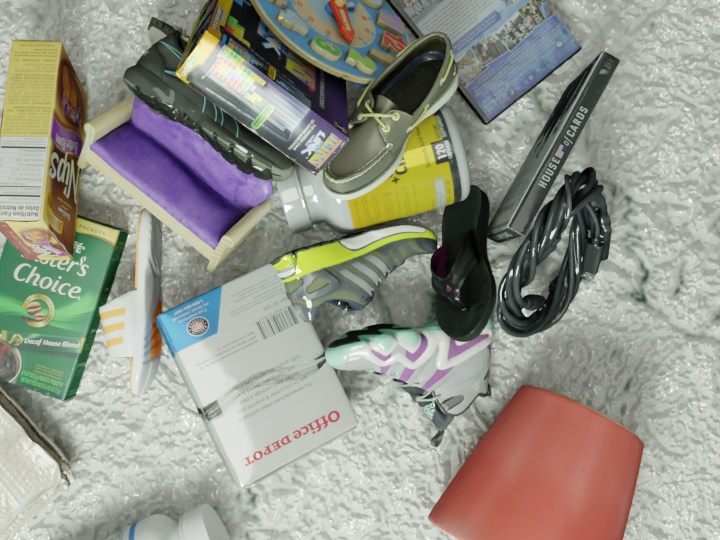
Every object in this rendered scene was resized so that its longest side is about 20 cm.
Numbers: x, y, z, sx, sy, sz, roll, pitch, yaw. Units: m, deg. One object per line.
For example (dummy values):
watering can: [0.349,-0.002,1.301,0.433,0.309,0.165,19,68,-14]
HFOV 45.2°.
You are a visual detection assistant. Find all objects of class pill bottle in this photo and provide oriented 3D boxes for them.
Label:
pill bottle: [-0.240,0.333,0.930,0.199,0.112,0.113,-26,90,-1]
pill bottle: [0.011,-0.105,0.940,0.199,0.112,0.112,-16,90,-1]

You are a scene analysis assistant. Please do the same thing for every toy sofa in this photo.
toy sofa: [-0.196,-0.103,0.928,0.200,0.098,0.083,39,44,1]

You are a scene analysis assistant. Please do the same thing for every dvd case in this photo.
dvd case: [0.199,-0.123,0.923,0.025,0.150,0.200,28,89,0]
dvd case: [0.137,-0.288,0.991,0.143,0.018,0.200,-38,91,-1]

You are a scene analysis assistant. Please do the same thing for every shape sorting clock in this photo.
shape sorting clock: [-0.030,-0.276,0.919,0.200,0.200,0.039,47,129,0]

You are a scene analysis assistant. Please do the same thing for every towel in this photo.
towel: [-0.419,0.194,0.946,0.132,0.034,0.200,-40,95,13]

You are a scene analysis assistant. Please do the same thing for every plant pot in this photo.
plant pot: [0.197,0.230,0.911,0.200,0.200,0.178,28,79,-1]

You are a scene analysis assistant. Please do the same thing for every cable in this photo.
cable: [0.199,-0.019,0.903,0.163,0.200,0.051,-38,57,-19]

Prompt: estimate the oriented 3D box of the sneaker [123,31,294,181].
sneaker: [-0.143,-0.167,0.881,0.200,0.075,0.079,35,78,0]

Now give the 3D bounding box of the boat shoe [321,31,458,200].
boat shoe: [0.027,-0.157,0.867,0.072,0.060,0.202,33,71,21]

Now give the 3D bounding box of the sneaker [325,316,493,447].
sneaker: [0.062,0.125,0.938,0.199,0.078,0.140,-8,95,-21]

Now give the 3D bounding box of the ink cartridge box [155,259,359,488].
ink cartridge box: [-0.113,0.111,0.934,0.144,0.084,0.201,-25,89,-17]

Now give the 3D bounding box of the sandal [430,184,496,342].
sandal: [0.100,-0.012,0.921,0.048,0.075,0.201,31,44,-31]

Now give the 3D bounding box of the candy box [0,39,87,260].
candy box: [-0.332,-0.123,0.905,0.056,0.117,0.201,2,72,-3]

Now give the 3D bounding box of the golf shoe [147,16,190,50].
golf shoe: [-0.178,-0.193,0.958,0.088,0.077,0.200,-43,86,11]

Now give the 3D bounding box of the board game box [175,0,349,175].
board game box: [-0.091,-0.202,0.872,0.165,0.200,0.057,33,116,-22]

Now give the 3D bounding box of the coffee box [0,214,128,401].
coffee box: [-0.349,0.031,0.965,0.123,0.044,0.201,19,89,1]

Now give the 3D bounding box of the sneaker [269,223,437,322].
sneaker: [0.000,0.000,0.937,0.199,0.074,0.081,-15,95,-27]

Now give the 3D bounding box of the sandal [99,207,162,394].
sandal: [-0.255,0.033,0.956,0.059,0.079,0.208,0,81,0]
